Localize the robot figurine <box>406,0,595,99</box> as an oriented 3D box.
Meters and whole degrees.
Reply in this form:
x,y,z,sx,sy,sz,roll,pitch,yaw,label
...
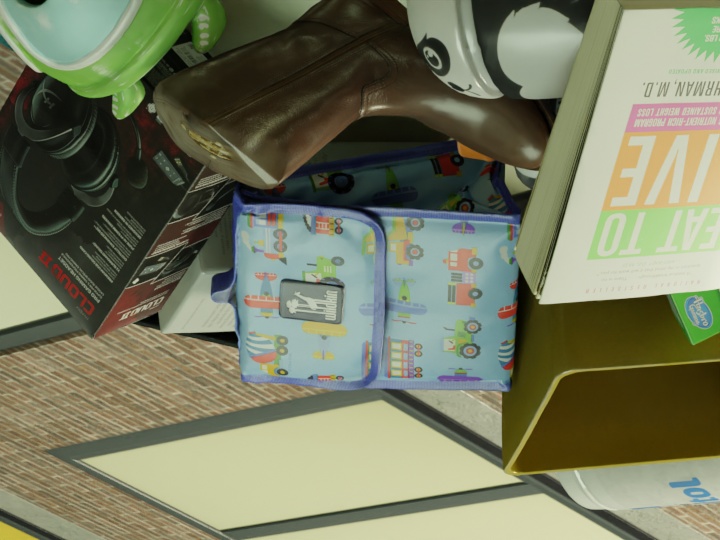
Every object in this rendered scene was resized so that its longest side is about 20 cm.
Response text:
x,y,z,sx,sy,sz,roll,pitch,yaw,label
0.123,-0.159,1.462,0.199,0.125,0.151,-1,117,24,robot figurine

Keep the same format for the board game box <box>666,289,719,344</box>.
x,y,z,sx,sy,sz,roll,pitch,yaw,label
0.256,-0.065,1.519,0.199,0.040,0.153,-26,119,3,board game box

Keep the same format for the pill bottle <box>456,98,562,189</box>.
x,y,z,sx,sy,sz,roll,pitch,yaw,label
0.162,-0.096,1.604,0.199,0.107,0.106,6,155,11,pill bottle

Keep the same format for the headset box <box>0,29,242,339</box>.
x,y,z,sx,sy,sz,roll,pitch,yaw,label
-0.165,-0.067,1.672,0.149,0.077,0.200,48,126,15,headset box

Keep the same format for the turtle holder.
x,y,z,sx,sy,sz,roll,pitch,yaw,label
-0.148,-0.188,1.502,0.131,0.142,0.185,29,151,-31,turtle holder

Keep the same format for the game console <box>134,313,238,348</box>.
x,y,z,sx,sy,sz,roll,pitch,yaw,label
-0.066,0.039,1.945,0.199,0.117,0.176,13,158,23,game console

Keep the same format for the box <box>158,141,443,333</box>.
x,y,z,sx,sy,sz,roll,pitch,yaw,label
-0.036,-0.023,1.790,0.199,0.098,0.124,-1,159,-19,box

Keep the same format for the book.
x,y,z,sx,sy,sz,roll,pitch,yaw,label
0.175,-0.074,1.425,0.133,0.048,0.201,-2,131,-19,book

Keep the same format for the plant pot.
x,y,z,sx,sy,sz,roll,pitch,yaw,label
0.195,0.014,1.707,0.199,0.177,0.200,-4,158,-10,plant pot

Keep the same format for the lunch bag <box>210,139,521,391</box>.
x,y,z,sx,sy,sz,roll,pitch,yaw,label
0.000,0.000,1.683,0.199,0.094,0.151,-3,130,-4,lunch bag

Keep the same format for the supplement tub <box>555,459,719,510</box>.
x,y,z,sx,sy,sz,roll,pitch,yaw,label
0.259,0.116,1.989,0.199,0.133,0.132,-10,148,38,supplement tub

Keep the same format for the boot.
x,y,z,sx,sy,sz,roll,pitch,yaw,label
-0.002,-0.085,1.508,0.186,0.200,0.064,34,129,21,boot

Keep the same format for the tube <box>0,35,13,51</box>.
x,y,z,sx,sy,sz,roll,pitch,yaw,label
-0.177,-0.140,1.735,0.199,0.051,0.077,30,141,-25,tube
